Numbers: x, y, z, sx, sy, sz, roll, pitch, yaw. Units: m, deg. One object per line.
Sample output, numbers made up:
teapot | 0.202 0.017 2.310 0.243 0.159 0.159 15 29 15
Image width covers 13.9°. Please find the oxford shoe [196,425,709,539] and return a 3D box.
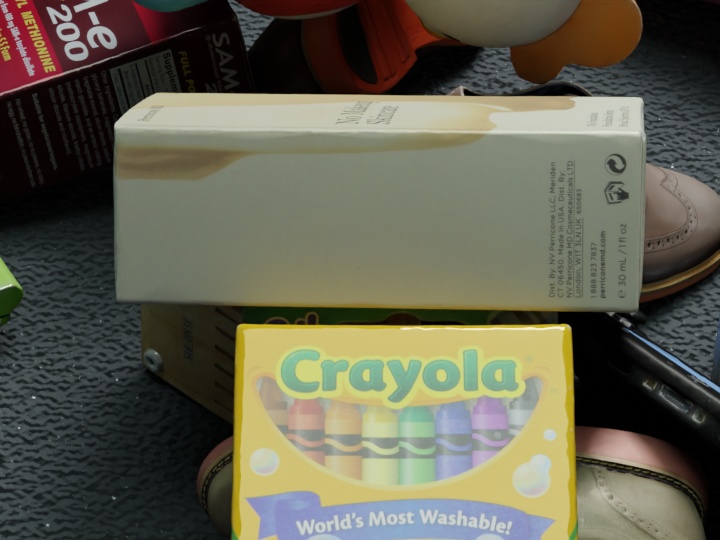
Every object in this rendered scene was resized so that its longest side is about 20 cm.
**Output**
oxford shoe | 0.036 0.098 1.122 0.199 0.071 0.075 2 41 0

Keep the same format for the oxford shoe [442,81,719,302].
oxford shoe | 0.097 -0.036 1.252 0.200 0.073 0.071 5 42 -43

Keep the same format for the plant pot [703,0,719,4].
plant pot | 0.176 -0.214 1.449 0.178 0.201 0.200 4 35 27

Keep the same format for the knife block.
knife block | 0.000 0.000 1.249 0.200 0.064 0.175 31 47 32

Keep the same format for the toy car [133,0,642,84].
toy car | 0.031 -0.144 1.246 0.200 0.177 0.184 45 37 15

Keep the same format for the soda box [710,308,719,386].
soda box | 0.211 -0.017 1.283 0.068 0.064 0.200 15 39 16

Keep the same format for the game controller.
game controller | 0.147 0.061 1.162 0.200 0.104 0.042 35 85 35

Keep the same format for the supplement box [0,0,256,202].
supplement box | -0.158 -0.089 1.329 0.199 0.061 0.109 -19 41 -9

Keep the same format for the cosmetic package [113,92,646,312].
cosmetic package | 0.010 -0.028 1.137 0.199 0.071 0.105 1 11 4

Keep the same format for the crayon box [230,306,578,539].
crayon box | 0.015 0.091 1.072 0.125 0.052 0.201 0 65 0

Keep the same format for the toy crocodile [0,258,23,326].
toy crocodile | -0.237 0.022 1.210 0.199 0.062 0.068 -13 40 -20

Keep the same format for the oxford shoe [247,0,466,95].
oxford shoe | 0.005 -0.127 1.411 0.072 0.071 0.200 -16 10 32
